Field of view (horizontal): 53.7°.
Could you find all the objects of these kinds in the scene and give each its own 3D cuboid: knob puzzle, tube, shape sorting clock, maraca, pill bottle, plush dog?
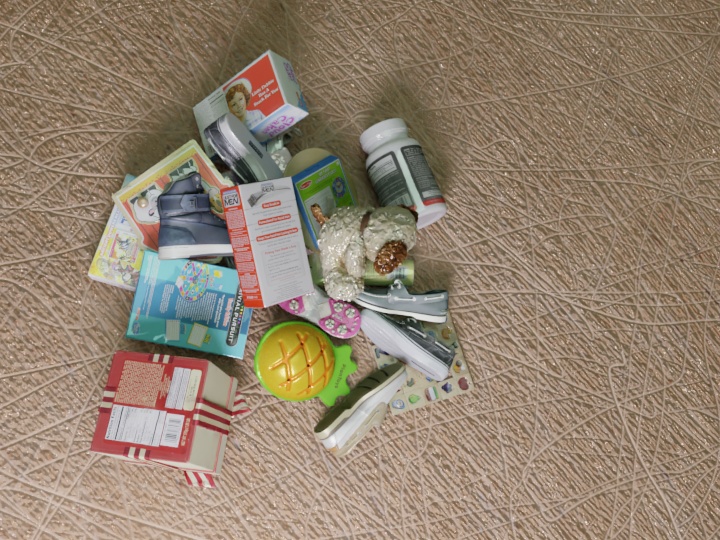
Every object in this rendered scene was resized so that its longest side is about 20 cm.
[{"bbox_3d":[-0.304,-0.097,1.240,0.219,0.030,0.220,-1,95,-8],"label":"knob puzzle"},{"bbox_3d":[0.000,0.000,1.337,0.199,0.058,0.052,3,109,-4],"label":"tube"},{"bbox_3d":[-0.073,-0.127,1.315,0.200,0.039,0.201,7,81,-50],"label":"shape sorting clock"},{"bbox_3d":[-0.094,0.165,1.248,0.200,0.107,0.137,23,84,-29],"label":"maraca"},{"bbox_3d":[0.078,-0.181,1.361,0.116,0.116,0.200,-19,79,-14],"label":"pill bottle"},{"bbox_3d":[0.017,-0.063,1.224,0.171,0.161,0.200,-5,41,25],"label":"plush dog"}]

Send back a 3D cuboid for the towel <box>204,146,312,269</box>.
[{"bbox_3d":[-0.179,-0.102,1.304,0.191,0.032,0.200,-24,97,-17],"label":"towel"}]

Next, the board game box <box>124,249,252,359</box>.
[{"bbox_3d":[-0.288,0.059,1.228,0.199,0.047,0.151,13,87,-16],"label":"board game box"}]

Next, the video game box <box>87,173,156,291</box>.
[{"bbox_3d":[-0.366,-0.053,1.284,0.182,0.047,0.201,19,73,-9],"label":"video game box"}]

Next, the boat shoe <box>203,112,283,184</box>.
[{"bbox_3d":[-0.197,-0.179,1.252,0.200,0.068,0.072,51,27,-27],"label":"boat shoe"}]

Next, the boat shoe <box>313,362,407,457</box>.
[{"bbox_3d":[0.011,0.245,1.264,0.200,0.075,0.068,-38,103,-15],"label":"boat shoe"}]

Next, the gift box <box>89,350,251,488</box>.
[{"bbox_3d":[-0.292,0.241,1.143,0.199,0.187,0.185,10,71,9],"label":"gift box"}]

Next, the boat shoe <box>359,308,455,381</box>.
[{"bbox_3d":[0.085,0.123,1.306,0.200,0.072,0.071,37,63,-9],"label":"boat shoe"}]

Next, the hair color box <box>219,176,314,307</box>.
[{"bbox_3d":[-0.154,-0.048,1.183,0.111,0.064,0.201,-17,100,-43],"label":"hair color box"}]

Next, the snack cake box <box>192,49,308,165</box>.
[{"bbox_3d":[-0.203,-0.292,1.298,0.200,0.067,0.115,-27,71,27],"label":"snack cake box"}]

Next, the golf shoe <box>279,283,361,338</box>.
[{"bbox_3d":[-0.087,0.063,1.287,0.200,0.092,0.075,35,80,12],"label":"golf shoe"}]

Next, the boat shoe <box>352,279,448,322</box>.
[{"bbox_3d":[0.070,0.046,1.307,0.199,0.073,0.062,13,101,-13],"label":"boat shoe"}]

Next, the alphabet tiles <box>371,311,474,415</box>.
[{"bbox_3d":[0.107,0.151,1.335,0.167,0.008,0.201,-15,78,-13],"label":"alphabet tiles"}]

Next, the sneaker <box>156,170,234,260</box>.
[{"bbox_3d":[-0.246,-0.095,1.204,0.202,0.077,0.147,-4,87,-37],"label":"sneaker"}]

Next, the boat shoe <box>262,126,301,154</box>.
[{"bbox_3d":[-0.156,-0.263,1.364,0.086,0.075,0.203,-2,78,-10],"label":"boat shoe"}]
